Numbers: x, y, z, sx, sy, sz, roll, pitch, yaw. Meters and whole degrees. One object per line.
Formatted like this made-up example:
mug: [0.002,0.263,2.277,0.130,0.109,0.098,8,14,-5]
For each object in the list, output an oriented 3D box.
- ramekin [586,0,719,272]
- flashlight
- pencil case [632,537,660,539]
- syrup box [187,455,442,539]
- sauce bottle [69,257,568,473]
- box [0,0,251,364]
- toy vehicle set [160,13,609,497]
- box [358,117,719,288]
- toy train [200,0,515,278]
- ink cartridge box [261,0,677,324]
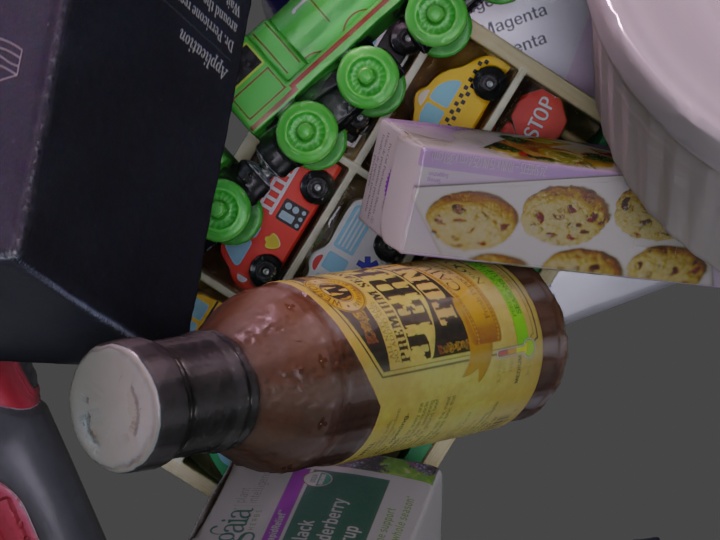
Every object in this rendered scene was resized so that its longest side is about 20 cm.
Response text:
ramekin: [0.170,-0.076,0.907,0.201,0.094,0.203,2,57,-3]
flashlight: [-0.134,0.091,0.994,0.068,0.068,0.201,-29,102,-42]
pencil case: [0.114,0.207,1.021,0.089,0.078,0.201,13,93,-27]
syrup box: [-0.017,0.170,0.967,0.081,0.079,0.201,7,117,10]
sauce bottle: [-0.010,0.033,0.881,0.064,0.200,0.065,6,100,38]
box: [-0.150,-0.080,0.894,0.196,0.117,0.201,2,72,26]
toy vehicle set: [0.000,0.000,0.986,0.124,0.027,0.201,31,94,-4]
box: [0.097,-0.021,0.955,0.199,0.039,0.042,7,107,-26]
toy train: [-0.021,-0.066,0.947,0.200,0.042,0.056,-42,84,3]
ink cartridge box: [0.072,-0.084,1.017,0.195,0.043,0.201,-20,97,-3]
